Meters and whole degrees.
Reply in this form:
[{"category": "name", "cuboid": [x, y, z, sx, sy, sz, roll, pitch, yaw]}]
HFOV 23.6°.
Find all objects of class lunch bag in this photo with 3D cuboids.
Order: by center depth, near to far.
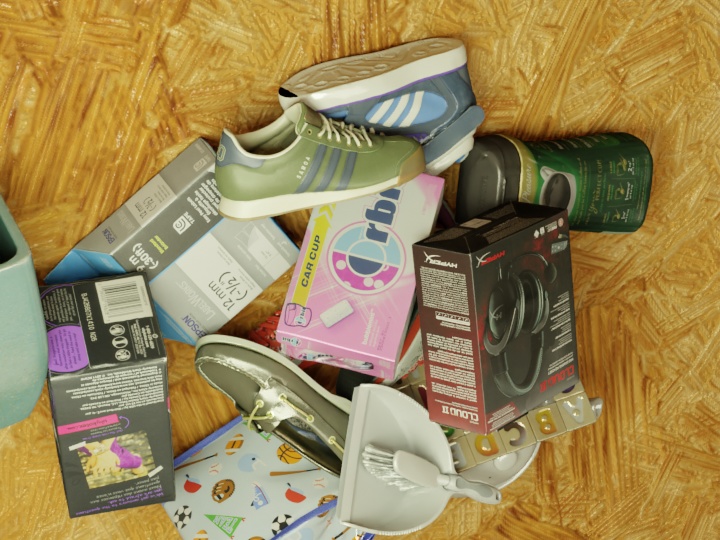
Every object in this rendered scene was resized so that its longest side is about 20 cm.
[{"category": "lunch bag", "cuboid": [-0.080, 0.229, 1.725, 0.200, 0.170, 0.124, -37, 139, -5]}]

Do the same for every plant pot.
[{"category": "plant pot", "cuboid": [-0.374, 0.047, 1.485, 0.196, 0.196, 0.200, -23, 130, -14]}]

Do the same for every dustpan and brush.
[{"category": "dustpan and brush", "cuboid": [0.065, 0.199, 1.668, 0.200, 0.057, 0.140, 29, 64, -49]}]

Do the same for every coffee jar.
[{"category": "coffee jar", "cuboid": [0.193, -0.087, 1.748, 0.200, 0.085, 0.104, -2, 109, -26]}]

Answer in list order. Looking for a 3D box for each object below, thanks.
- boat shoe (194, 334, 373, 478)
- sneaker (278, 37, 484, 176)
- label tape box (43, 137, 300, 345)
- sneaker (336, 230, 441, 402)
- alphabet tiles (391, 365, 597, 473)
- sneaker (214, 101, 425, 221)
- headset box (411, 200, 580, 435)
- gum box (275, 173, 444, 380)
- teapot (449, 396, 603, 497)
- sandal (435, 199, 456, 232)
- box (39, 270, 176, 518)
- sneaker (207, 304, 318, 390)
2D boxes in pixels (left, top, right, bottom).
[{"category": "boat shoe", "cuboid": [-0.075, 0.130, 1.639, 0.202, 0.072, 0.060, 32, 55, -18]}, {"category": "sneaker", "cuboid": [0.023, -0.131, 1.646, 0.200, 0.081, 0.147, -19, 118, -23]}, {"category": "label tape box", "cuboid": [-0.175, -0.005, 1.626, 0.200, 0.066, 0.143, -42, 126, -2]}, {"category": "sneaker", "cuboid": [0.069, 0.067, 1.707, 0.108, 0.067, 0.201, 31, 93, -37]}, {"category": "alphabet tiles", "cuboid": [0.118, 0.110, 1.749, 0.200, 0.167, 0.008, -19, 165, -10]}, {"category": "sneaker", "cuboid": [-0.037, -0.111, 1.562, 0.200, 0.067, 0.090, -15, 118, -14]}, {"category": "headset box", "cuboid": [0.131, 0.052, 1.628, 0.149, 0.077, 0.200, -23, 114, -42]}, {"category": "gum box", "cuboid": [0.000, 0.000, 1.625, 0.113, 0.066, 0.200, 14, 71, 5]}, {"category": "teapot", "cuboid": [0.115, 0.166, 1.808, 0.197, 0.146, 0.200, 24, 104, -33]}, {"category": "sandal", "cuboid": [0.079, -0.017, 1.752, 0.082, 0.050, 0.203, -42, 125, -1]}, {"category": "box", "cuboid": [-0.233, 0.116, 1.590, 0.106, 0.122, 0.200, -8, 136, -12]}, {"category": "sneaker", "cuboid": [-0.064, 0.045, 1.707, 0.201, 0.067, 0.108, -16, 120, -22]}]
